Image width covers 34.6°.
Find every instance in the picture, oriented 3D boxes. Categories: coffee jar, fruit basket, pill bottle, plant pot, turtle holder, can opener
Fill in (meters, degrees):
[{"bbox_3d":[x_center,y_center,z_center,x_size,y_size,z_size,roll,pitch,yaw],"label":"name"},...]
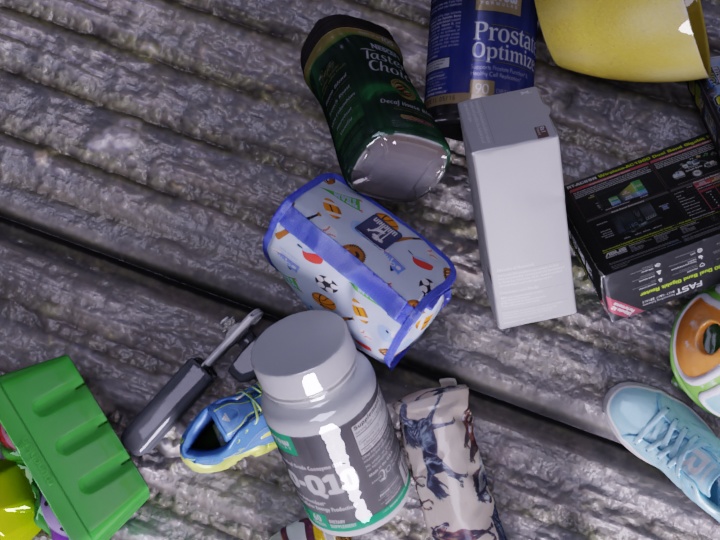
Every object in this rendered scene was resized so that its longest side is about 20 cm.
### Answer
[{"bbox_3d":[0.010,-0.165,1.137,0.086,0.103,0.201,-55,41,33],"label":"coffee jar"},{"bbox_3d":[-0.335,0.212,1.158,0.213,0.156,0.218,3,74,-9],"label":"fruit basket"},{"bbox_3d":[-0.029,0.144,1.096,0.112,0.114,0.202,-18,122,3],"label":"pill bottle"},{"bbox_3d":[0.123,-0.238,1.166,0.110,0.112,0.203,4,85,6],"label":"pill bottle"},{"bbox_3d":[0.250,-0.270,1.132,0.140,0.200,0.203,-12,83,23],"label":"plant pot"},{"bbox_3d":[0.388,0.087,1.091,0.185,0.132,0.141,38,89,8],"label":"turtle holder"},{"bbox_3d":[-0.162,0.117,1.188,0.200,0.053,0.067,-43,83,0],"label":"can opener"}]

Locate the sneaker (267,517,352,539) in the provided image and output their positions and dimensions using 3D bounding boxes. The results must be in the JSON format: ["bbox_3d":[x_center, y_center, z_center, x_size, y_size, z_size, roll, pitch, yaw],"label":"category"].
[{"bbox_3d":[-0.032,0.347,1.149,0.089,0.075,0.202,-20,76,11],"label":"sneaker"}]

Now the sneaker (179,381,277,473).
[{"bbox_3d":[-0.095,0.144,1.153,0.199,0.105,0.076,-33,82,2],"label":"sneaker"}]

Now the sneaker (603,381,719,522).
[{"bbox_3d":[0.324,0.179,1.121,0.199,0.082,0.074,38,88,8],"label":"sneaker"}]

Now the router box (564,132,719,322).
[{"bbox_3d":[0.302,-0.049,1.114,0.198,0.063,0.151,-20,39,3],"label":"router box"}]

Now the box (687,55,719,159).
[{"bbox_3d":[0.391,-0.144,1.106,0.109,0.035,0.201,-8,40,4],"label":"box"}]

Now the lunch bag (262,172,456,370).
[{"bbox_3d":[0.000,0.000,1.110,0.169,0.200,0.124,38,89,9],"label":"lunch bag"}]

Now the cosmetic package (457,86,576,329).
[{"bbox_3d":[0.150,-0.059,1.100,0.089,0.107,0.202,-13,121,4],"label":"cosmetic package"}]

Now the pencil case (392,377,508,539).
[{"bbox_3d":[0.094,0.208,1.143,0.077,0.089,0.202,-20,81,30],"label":"pencil case"}]
